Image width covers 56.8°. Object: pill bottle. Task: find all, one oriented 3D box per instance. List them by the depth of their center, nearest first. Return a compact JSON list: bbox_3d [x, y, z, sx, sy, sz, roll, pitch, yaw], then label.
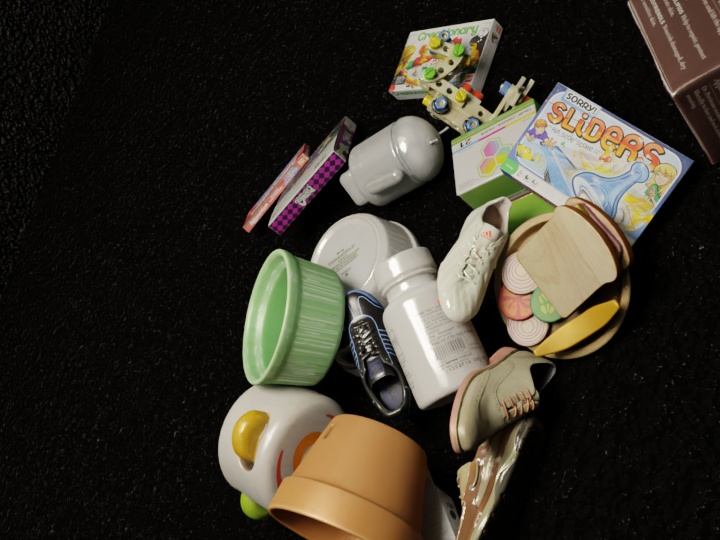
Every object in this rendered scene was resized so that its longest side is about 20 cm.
[{"bbox_3d":[0.094,0.077,0.916,0.114,0.114,0.202,-33,69,27],"label":"pill bottle"}]

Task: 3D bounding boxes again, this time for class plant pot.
[{"bbox_3d":[0.001,0.278,0.845,0.198,0.200,0.141,-4,50,43],"label":"plant pot"}]

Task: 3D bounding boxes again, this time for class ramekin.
[{"bbox_3d":[-0.100,0.077,1.003,0.200,0.096,0.203,-42,41,52],"label":"ramekin"},{"bbox_3d":[0.000,0.000,1.104,0.201,0.094,0.205,-22,56,35],"label":"ramekin"}]

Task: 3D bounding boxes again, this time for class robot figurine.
[{"bbox_3d":[0.059,-0.185,1.127,0.198,0.113,0.171,-26,27,32],"label":"robot figurine"}]

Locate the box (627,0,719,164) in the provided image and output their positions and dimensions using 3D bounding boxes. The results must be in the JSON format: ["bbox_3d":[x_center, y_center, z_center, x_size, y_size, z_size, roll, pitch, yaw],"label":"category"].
[{"bbox_3d":[0.445,-0.263,0.752,0.198,0.165,0.166,-28,51,31],"label":"box"}]

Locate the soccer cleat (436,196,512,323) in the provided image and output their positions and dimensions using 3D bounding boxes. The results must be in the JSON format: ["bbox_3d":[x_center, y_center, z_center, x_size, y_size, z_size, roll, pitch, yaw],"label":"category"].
[{"bbox_3d":[0.153,-0.021,0.884,0.078,0.069,0.202,-47,15,51],"label":"soccer cleat"}]

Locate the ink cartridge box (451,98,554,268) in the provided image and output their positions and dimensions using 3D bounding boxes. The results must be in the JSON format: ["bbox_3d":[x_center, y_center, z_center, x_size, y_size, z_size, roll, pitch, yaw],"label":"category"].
[{"bbox_3d":[0.218,-0.123,0.968,0.147,0.075,0.203,-23,53,34],"label":"ink cartridge box"}]

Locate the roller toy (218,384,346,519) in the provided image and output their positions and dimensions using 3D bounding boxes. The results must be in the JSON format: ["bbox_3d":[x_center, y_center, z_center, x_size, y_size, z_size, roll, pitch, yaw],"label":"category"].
[{"bbox_3d":[-0.108,0.264,1.003,0.139,0.203,0.181,10,33,45],"label":"roller toy"}]

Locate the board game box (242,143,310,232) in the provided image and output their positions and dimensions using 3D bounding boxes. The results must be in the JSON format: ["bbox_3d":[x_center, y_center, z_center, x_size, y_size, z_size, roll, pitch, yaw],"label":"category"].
[{"bbox_3d":[-0.173,-0.173,1.386,0.200,0.019,0.103,-48,17,15],"label":"board game box"}]

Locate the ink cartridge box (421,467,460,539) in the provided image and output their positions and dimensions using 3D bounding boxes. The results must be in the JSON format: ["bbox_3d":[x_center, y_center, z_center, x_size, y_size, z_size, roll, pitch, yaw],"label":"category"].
[{"bbox_3d":[0.095,0.370,0.861,0.099,0.039,0.202,-40,48,23],"label":"ink cartridge box"}]

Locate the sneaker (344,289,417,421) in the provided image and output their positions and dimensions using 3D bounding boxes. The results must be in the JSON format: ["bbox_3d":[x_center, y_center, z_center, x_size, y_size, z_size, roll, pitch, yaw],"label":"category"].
[{"bbox_3d":[0.023,0.115,0.943,0.069,0.078,0.202,-29,76,10],"label":"sneaker"}]

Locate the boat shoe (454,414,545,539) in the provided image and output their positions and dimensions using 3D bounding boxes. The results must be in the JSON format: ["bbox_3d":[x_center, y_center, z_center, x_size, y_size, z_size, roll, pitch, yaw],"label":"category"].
[{"bbox_3d":[0.159,0.267,0.826,0.073,0.076,0.202,16,72,44],"label":"boat shoe"}]

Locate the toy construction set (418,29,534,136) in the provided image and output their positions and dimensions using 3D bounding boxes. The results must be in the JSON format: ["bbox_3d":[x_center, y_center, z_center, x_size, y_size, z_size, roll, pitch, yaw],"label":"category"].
[{"bbox_3d":[0.175,-0.290,1.067,0.199,0.092,0.132,34,87,19],"label":"toy construction set"}]

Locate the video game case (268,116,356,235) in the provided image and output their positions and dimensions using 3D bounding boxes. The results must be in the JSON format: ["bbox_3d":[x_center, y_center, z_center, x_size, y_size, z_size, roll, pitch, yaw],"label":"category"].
[{"bbox_3d":[-0.089,-0.182,1.260,0.200,0.036,0.182,-45,18,27],"label":"video game case"}]

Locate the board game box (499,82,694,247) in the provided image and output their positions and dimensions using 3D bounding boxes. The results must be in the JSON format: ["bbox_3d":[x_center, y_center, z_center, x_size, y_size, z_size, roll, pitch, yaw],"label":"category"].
[{"bbox_3d":[0.300,-0.133,0.862,0.199,0.034,0.136,37,97,21],"label":"board game box"}]

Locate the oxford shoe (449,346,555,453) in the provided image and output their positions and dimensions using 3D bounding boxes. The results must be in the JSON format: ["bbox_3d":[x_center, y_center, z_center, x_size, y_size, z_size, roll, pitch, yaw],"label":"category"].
[{"bbox_3d":[0.173,0.151,0.805,0.073,0.072,0.200,0,26,38],"label":"oxford shoe"}]

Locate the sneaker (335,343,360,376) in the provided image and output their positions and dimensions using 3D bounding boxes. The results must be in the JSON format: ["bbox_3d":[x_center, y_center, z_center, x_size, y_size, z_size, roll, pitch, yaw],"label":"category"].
[{"bbox_3d":[0.052,0.099,1.013,0.199,0.080,0.077,-41,45,20],"label":"sneaker"}]

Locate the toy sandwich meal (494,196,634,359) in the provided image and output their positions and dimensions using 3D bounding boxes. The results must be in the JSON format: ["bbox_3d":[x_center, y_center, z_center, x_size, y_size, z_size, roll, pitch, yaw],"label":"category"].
[{"bbox_3d":[0.244,0.015,0.832,0.203,0.070,0.209,2,93,41],"label":"toy sandwich meal"}]

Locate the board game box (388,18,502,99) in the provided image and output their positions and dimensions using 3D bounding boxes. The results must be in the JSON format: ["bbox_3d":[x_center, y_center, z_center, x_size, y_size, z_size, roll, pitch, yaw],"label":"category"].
[{"bbox_3d":[0.149,-0.375,1.196,0.198,0.034,0.128,11,78,46],"label":"board game box"}]
